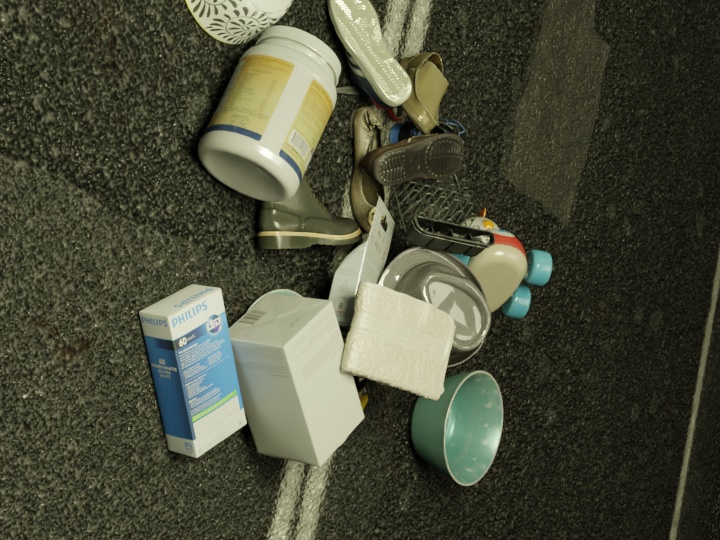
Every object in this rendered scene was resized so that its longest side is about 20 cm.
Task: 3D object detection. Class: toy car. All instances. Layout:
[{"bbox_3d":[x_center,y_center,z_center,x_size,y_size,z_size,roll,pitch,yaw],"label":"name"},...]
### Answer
[{"bbox_3d":[0.217,-0.042,1.938,0.177,0.183,0.201,115,-20,-46],"label":"toy car"}]

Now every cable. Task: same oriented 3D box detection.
[{"bbox_3d":[0.013,0.166,1.802,0.200,0.050,0.098,-33,104,-60],"label":"cable"}]

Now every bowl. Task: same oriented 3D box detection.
[{"bbox_3d":[-0.140,-0.406,1.453,0.200,0.094,0.203,-9,101,-53],"label":"bowl"},{"bbox_3d":[0.160,0.270,1.939,0.200,0.104,0.203,-12,105,-52],"label":"bowl"}]

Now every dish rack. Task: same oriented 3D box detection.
[{"bbox_3d":[0.122,-0.114,1.776,0.152,0.055,0.201,11,48,-30],"label":"dish rack"}]

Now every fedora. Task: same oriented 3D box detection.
[{"bbox_3d":[0.128,0.057,1.707,0.177,0.090,0.200,-42,102,-18],"label":"fedora"}]

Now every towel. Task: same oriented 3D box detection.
[{"bbox_3d":[0.059,0.104,1.577,0.199,0.034,0.134,21,76,-40],"label":"towel"}]

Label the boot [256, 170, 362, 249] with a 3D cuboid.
[{"bbox_3d":[-0.071,-0.105,1.609,0.199,0.077,0.140,-7,96,-54],"label":"boot"}]

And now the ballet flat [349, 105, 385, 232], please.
[{"bbox_3d":[0.018,-0.159,1.736,0.067,0.046,0.202,-16,108,-50],"label":"ballet flat"}]

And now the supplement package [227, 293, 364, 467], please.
[{"bbox_3d":[-0.093,0.152,1.532,0.121,0.119,0.201,-42,127,-44],"label":"supplement package"}]

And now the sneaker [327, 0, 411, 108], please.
[{"bbox_3d":[0.001,-0.334,1.674,0.075,0.084,0.201,-28,93,-22],"label":"sneaker"}]

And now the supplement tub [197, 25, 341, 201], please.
[{"bbox_3d":[-0.117,-0.210,1.468,0.144,0.143,0.201,46,60,-46],"label":"supplement tub"}]

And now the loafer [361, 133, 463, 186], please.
[{"bbox_3d":[0.082,-0.182,1.718,0.199,0.071,0.074,-11,114,-40],"label":"loafer"}]

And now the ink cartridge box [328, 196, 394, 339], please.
[{"bbox_3d":[0.000,0.000,1.688,0.163,0.057,0.202,51,47,-74],"label":"ink cartridge box"}]

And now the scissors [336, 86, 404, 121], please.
[{"bbox_3d":[0.019,-0.293,1.750,0.199,0.014,0.074,13,86,-52],"label":"scissors"}]

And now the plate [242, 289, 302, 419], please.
[{"bbox_3d":[-0.128,0.126,1.601,0.199,0.025,0.202,-12,105,-51],"label":"plate"}]

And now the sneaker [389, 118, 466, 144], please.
[{"bbox_3d":[0.135,-0.223,1.858,0.199,0.077,0.071,-14,106,-51],"label":"sneaker"}]

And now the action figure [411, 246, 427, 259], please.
[{"bbox_3d":[0.083,0.044,1.801,0.102,0.119,0.201,31,76,-19],"label":"action figure"}]

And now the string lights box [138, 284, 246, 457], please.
[{"bbox_3d":[-0.219,0.132,1.452,0.103,0.059,0.202,-30,118,-48],"label":"string lights box"}]

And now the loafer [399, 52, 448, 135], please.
[{"bbox_3d":[0.101,-0.292,1.742,0.076,0.067,0.201,45,26,-34],"label":"loafer"}]
